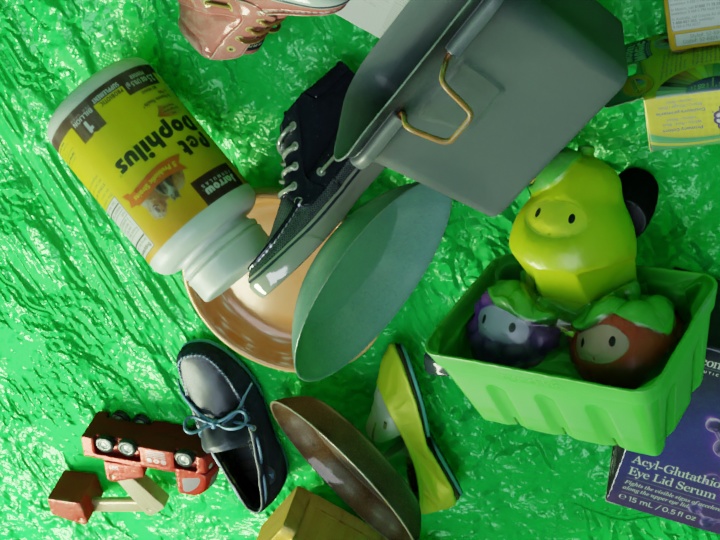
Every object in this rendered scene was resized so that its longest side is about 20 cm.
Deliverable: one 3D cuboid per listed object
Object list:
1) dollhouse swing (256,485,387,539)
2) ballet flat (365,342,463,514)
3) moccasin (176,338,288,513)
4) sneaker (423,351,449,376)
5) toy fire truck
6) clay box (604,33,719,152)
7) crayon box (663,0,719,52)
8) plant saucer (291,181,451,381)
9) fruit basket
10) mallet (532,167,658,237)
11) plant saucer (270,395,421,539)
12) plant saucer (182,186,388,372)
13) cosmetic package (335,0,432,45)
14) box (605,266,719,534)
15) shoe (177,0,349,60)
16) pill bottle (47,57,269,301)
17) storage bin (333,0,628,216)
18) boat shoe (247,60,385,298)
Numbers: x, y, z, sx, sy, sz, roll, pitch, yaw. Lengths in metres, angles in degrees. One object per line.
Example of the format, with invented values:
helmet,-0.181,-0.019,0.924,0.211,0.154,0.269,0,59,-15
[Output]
dollhouse swing,-0.025,0.355,1.234,0.199,0.176,0.182,30,142,-5
ballet flat,0.043,0.162,1.167,0.067,0.067,0.201,-22,121,-1
moccasin,-0.127,0.161,1.224,0.080,0.068,0.200,-18,116,27
sneaker,0.137,0.035,1.067,0.199,0.070,0.082,-19,99,25
toy fire truck,-0.247,0.224,1.318,0.199,0.049,0.142,8,126,11
clay box,0.281,-0.137,0.863,0.199,0.115,0.048,-6,121,21
crayon box,0.265,-0.259,0.824,0.125,0.052,0.201,-4,122,20
plant saucer,0.000,0.000,0.996,0.039,0.201,0.202,37,130,20
fruit basket,0.159,0.019,0.917,0.215,0.156,0.216,25,141,22
mallet,0.150,-0.081,0.997,0.199,0.066,0.041,22,125,21
plant saucer,-0.008,0.191,1.172,0.200,0.034,0.200,43,163,17
plant saucer,-0.068,0.006,1.120,0.199,0.038,0.201,9,125,13
cosmetic package,0.070,-0.202,0.925,0.199,0.051,0.083,29,130,-3
box,0.309,0.118,1.036,0.147,0.104,0.201,14,127,8
shoe,-0.076,-0.207,0.926,0.200,0.071,0.091,24,137,36
pill bottle,-0.165,-0.074,1.021,0.200,0.109,0.109,50,125,1
storage bin,0.091,-0.133,0.857,0.134,0.146,0.200,28,129,-16
boat shoe,-0.046,-0.078,0.984,0.093,0.200,0.075,42,166,-6
